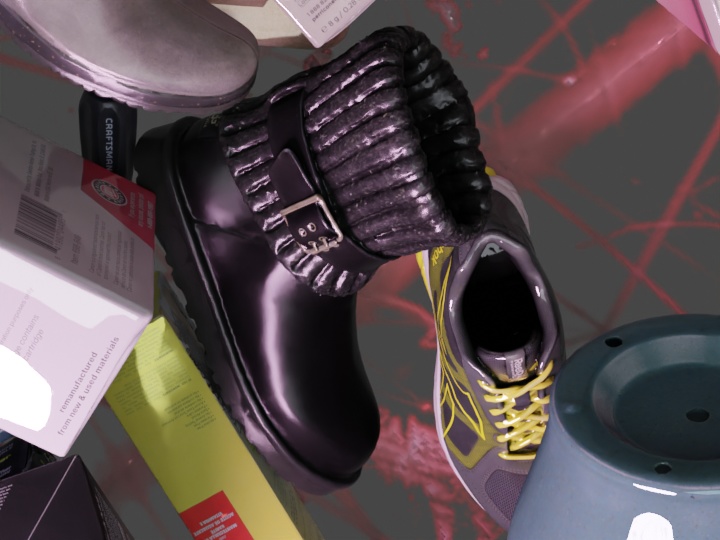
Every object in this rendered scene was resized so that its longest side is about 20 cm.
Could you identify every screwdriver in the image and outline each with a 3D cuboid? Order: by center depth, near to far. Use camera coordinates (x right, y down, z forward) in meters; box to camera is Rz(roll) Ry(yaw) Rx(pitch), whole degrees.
[{"bbox_3d":[-0.113,-0.115,1.152,0.029,0.028,0.201,21,132,14],"label":"screwdriver"}]

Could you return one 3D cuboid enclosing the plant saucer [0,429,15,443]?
[{"bbox_3d":[-0.219,0.094,1.161,0.200,0.200,0.027,-31,89,4],"label":"plant saucer"}]

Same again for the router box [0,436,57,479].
[{"bbox_3d":[-0.205,0.196,1.258,0.200,0.062,0.150,-32,107,5],"label":"router box"}]

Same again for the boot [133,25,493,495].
[{"bbox_3d":[-0.001,0.001,1.178,0.157,0.079,0.212,-16,110,26],"label":"boot"}]

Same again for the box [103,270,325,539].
[{"bbox_3d":[-0.069,0.102,1.238,0.050,0.075,0.200,-28,110,4],"label":"box"}]

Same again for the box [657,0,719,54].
[{"bbox_3d":[0.172,-0.183,1.104,0.109,0.200,0.128,-21,108,0],"label":"box"}]

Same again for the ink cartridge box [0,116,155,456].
[{"bbox_3d":[-0.196,-0.021,1.092,0.199,0.146,0.085,29,108,-15],"label":"ink cartridge box"}]

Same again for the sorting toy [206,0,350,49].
[{"bbox_3d":[-0.093,-0.202,1.161,0.199,0.036,0.186,3,108,-12],"label":"sorting toy"}]

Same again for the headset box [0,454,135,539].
[{"bbox_3d":[-0.164,0.173,1.138,0.148,0.075,0.200,-19,153,0],"label":"headset box"}]

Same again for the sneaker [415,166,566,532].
[{"bbox_3d":[0.068,0.052,1.230,0.074,0.085,0.201,-17,109,0],"label":"sneaker"}]

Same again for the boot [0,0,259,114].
[{"bbox_3d":[-0.117,-0.156,1.055,0.199,0.068,0.131,26,127,-7],"label":"boot"}]

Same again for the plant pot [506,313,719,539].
[{"bbox_3d":[0.155,0.131,1.167,0.199,0.200,0.189,-8,123,-4],"label":"plant pot"}]

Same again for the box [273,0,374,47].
[{"bbox_3d":[-0.064,-0.198,1.105,0.068,0.082,0.200,-41,112,5],"label":"box"}]
